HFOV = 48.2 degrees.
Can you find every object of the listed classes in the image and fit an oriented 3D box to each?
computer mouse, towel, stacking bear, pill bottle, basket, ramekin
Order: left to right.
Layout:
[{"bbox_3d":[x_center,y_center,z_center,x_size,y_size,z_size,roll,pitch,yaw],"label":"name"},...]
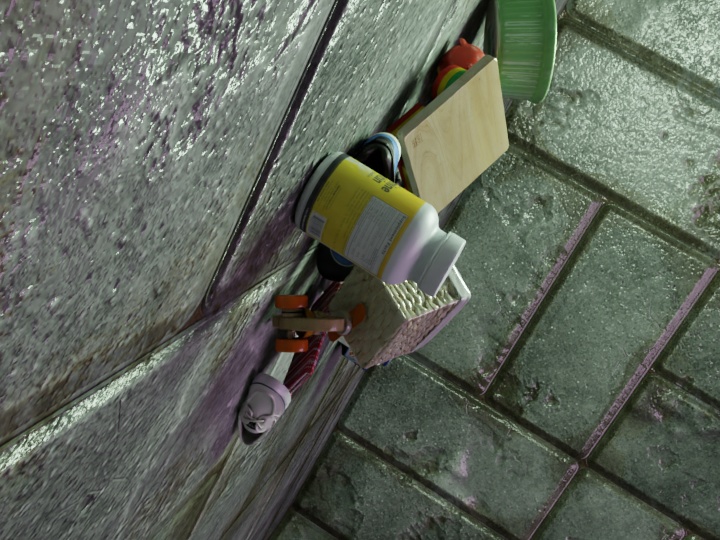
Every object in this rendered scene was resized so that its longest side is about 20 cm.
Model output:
[{"bbox_3d":[-0.076,0.109,1.342,0.145,0.022,0.201,-48,-162,54],"label":"towel"},{"bbox_3d":[0.018,-0.047,1.270,0.199,0.052,0.140,-33,130,-30],"label":"computer mouse"},{"bbox_3d":[0.026,-0.053,0.998,0.113,0.199,0.112,-57,173,-12],"label":"pill bottle"},{"bbox_3d":[0.051,0.047,1.213,0.123,0.136,0.200,-22,162,-30],"label":"basket"},{"bbox_3d":[0.178,-0.307,1.374,0.200,0.112,0.123,67,16,-66],"label":"stacking bear"},{"bbox_3d":[0.279,-0.403,1.440,0.200,0.096,0.203,-179,-90,-89],"label":"ramekin"}]

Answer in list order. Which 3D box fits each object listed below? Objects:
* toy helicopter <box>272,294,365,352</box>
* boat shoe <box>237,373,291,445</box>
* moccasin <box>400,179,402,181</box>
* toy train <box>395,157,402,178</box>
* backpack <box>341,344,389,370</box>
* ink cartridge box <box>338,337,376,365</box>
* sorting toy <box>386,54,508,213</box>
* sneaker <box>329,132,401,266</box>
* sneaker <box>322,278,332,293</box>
[{"bbox_3d":[-0.069,0.074,1.209,0.200,0.131,0.080,178,-89,-79],"label":"toy helicopter"},{"bbox_3d":[-0.169,0.236,1.332,0.066,0.072,0.200,-59,-178,-34],"label":"boat shoe"},{"bbox_3d":[0.076,-0.079,1.412,0.078,0.073,0.203,-78,176,-59],"label":"moccasin"},{"bbox_3d":[0.040,-0.146,1.363,0.046,0.034,0.201,-51,168,-37],"label":"toy train"},{"bbox_3d":[0.037,0.168,2.130,0.191,0.154,0.200,-50,177,12],"label":"backpack"},{"bbox_3d":[0.034,0.087,1.769,0.146,0.146,0.200,-62,172,18],"label":"ink cartridge box"},{"bbox_3d":[0.135,-0.217,1.278,0.199,0.069,0.201,-42,144,-14],"label":"sorting toy"},{"bbox_3d":[-0.001,-0.092,1.120,0.111,0.076,0.202,-54,168,-74],"label":"sneaker"},{"bbox_3d":[0.000,0.000,1.399,0.078,0.099,0.201,-51,168,-46],"label":"sneaker"}]
